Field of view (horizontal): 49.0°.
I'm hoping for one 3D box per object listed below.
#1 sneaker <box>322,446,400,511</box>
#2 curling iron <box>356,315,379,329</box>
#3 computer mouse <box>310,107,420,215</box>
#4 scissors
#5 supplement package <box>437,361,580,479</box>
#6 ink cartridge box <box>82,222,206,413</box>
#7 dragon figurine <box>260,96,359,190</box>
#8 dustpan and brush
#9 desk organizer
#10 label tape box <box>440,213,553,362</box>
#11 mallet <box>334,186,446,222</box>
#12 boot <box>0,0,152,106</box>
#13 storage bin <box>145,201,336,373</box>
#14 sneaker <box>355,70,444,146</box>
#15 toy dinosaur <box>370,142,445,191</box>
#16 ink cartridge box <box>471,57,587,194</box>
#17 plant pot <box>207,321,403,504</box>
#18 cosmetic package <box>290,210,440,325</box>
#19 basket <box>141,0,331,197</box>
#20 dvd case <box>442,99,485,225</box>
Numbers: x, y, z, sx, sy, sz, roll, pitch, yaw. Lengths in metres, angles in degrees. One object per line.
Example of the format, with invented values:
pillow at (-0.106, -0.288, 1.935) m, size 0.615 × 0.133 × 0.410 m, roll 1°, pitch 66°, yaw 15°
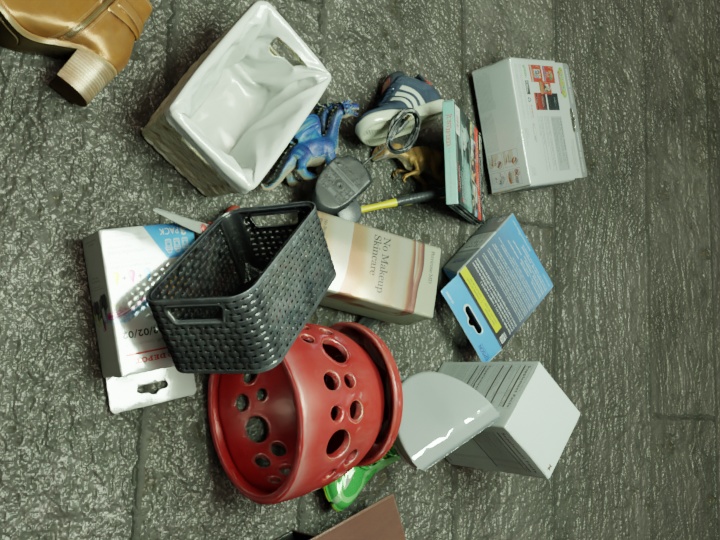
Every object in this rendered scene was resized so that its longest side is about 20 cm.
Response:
sneaker at (0.019, 0.232, 1.063) m, size 0.074 × 0.083 × 0.200 m, roll 52°, pitch 59°, yaw -18°
curling iron at (0.018, 0.050, 1.121) m, size 0.050 × 0.025 × 0.201 m, roll 43°, pitch 64°, yaw -10°
computer mouse at (0.009, -0.145, 1.049) m, size 0.200 × 0.034 × 0.059 m, roll -42°, pitch 88°, yaw -18°
scissors at (-0.178, -0.040, 0.933) m, size 0.199 × 0.014 × 0.075 m, roll -12°, pitch 93°, yaw -70°
supplement package at (0.187, 0.206, 1.116) m, size 0.114 × 0.198 × 0.110 m, roll 48°, pitch 61°, yaw -21°
ink cartridge box at (-0.240, 0.053, 0.907) m, size 0.113 × 0.067 × 0.205 m, roll -9°, pitch 90°, yaw -37°
dragon figurine at (-0.077, -0.170, 1.056) m, size 0.198 × 0.058 × 0.101 m, roll -25°, pitch 99°, yaw -36°
dustpan and brush at (0.074, 0.167, 1.057) m, size 0.138 × 0.058 × 0.201 m, roll -28°, pitch 57°, yaw -19°
desk organizer at (-0.037, 0.360, 1.017) m, size 0.197 × 0.071 × 0.079 m, roll -18°, pitch 92°, yaw -36°
label tape box at (0.199, 0.029, 1.230) m, size 0.200 × 0.066 × 0.145 m, roll -43°, pitch 109°, yaw -29°
mallet at (0.045, -0.094, 1.098) m, size 0.196 × 0.066 × 0.042 m, roll -14°, pitch 90°, yaw -16°
boot at (-0.337, -0.304, 0.880) m, size 0.200 × 0.073 × 0.157 m, roll 45°, pitch 62°, yaw -36°
storage bin at (-0.124, 0.015, 0.871) m, size 0.201 × 0.133 × 0.095 m, roll -58°, pitch 137°, yaw -52°
sneaker at (0.045, -0.241, 1.141) m, size 0.199 × 0.075 × 0.085 m, roll -25°, pitch 82°, yaw -52°
toy dinosaur at (0.110, -0.159, 1.190) m, size 0.197 × 0.060 × 0.109 m, roll -2°, pitch 84°, yaw -36°
ink cartridge box at (0.282, -0.237, 1.305) m, size 0.173 × 0.083 × 0.205 m, roll -10°, pitch 91°, yaw -42°
plant pot at (-0.061, 0.161, 0.950) m, size 0.180 × 0.198 × 0.205 m, roll 0°, pitch 85°, yaw -43°
cosmetic package at (0.000, 0.000, 1.056) m, size 0.196 × 0.087 × 0.106 m, roll 14°, pitch 74°, yaw -24°
basket at (-0.153, -0.202, 0.967) m, size 0.135 × 0.122 × 0.202 m, roll 44°, pitch 63°, yaw -23°
dvd case at (0.157, -0.154, 1.181) m, size 0.200 × 0.022 × 0.150 m, roll 14°, pitch 74°, yaw -71°
